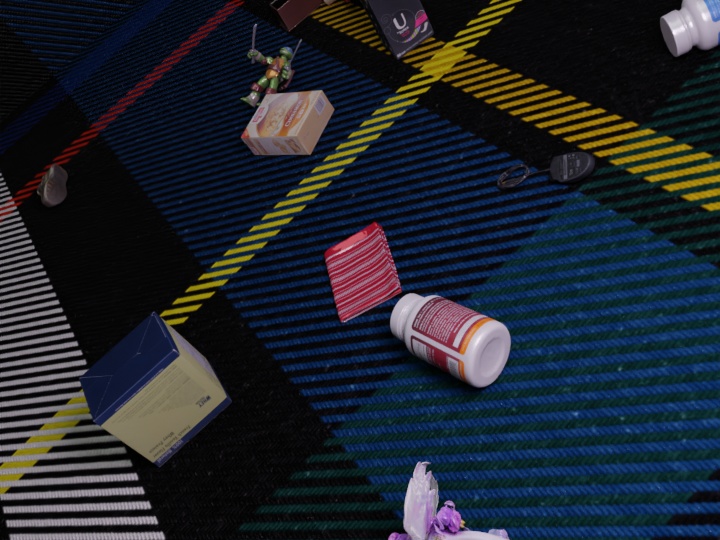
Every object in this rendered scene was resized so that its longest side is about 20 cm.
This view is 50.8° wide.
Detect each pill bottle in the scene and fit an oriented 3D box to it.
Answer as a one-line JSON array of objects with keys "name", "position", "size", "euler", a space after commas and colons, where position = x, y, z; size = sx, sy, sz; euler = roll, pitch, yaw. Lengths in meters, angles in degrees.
[{"name": "pill bottle", "position": [0.681, -0.491, 1.440], "size": [0.197, 0.113, 0.114], "euler": [-23, 45, 14]}, {"name": "pill bottle", "position": [0.148, 0.110, 1.295], "size": [0.198, 0.113, 0.114], "euler": [24, 70, 43]}]

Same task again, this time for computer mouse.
[{"name": "computer mouse", "position": [0.358, -0.186, 1.467], "size": [0.197, 0.034, 0.060], "euler": [-7, 68, 36]}]

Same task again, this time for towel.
[{"name": "towel", "position": [0.000, 0.000, 1.552], "size": [0.143, 0.023, 0.202], "euler": [-28, 45, 12]}]

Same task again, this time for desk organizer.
[{"name": "desk organizer", "position": [-0.174, -0.832, 2.313], "size": [0.199, 0.077, 0.072], "euler": [-40, 43, -2]}]

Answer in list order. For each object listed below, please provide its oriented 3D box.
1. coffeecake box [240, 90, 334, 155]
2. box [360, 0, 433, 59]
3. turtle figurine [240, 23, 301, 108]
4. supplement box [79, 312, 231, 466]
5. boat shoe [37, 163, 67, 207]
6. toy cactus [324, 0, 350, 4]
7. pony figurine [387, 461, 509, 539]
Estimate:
[{"name": "coffeecake box", "position": [-0.188, -0.378, 1.950], "size": [0.197, 0.073, 0.156], "euler": [5, 59, 37]}, {"name": "box", "position": [0.083, -0.661, 1.912], "size": [0.121, 0.201, 0.107], "euler": [-35, 43, 3]}, {"name": "turtle figurine", "position": [-0.257, -0.544, 2.064], "size": [0.200, 0.142, 0.197], "euler": [167, 128, -85]}, {"name": "supplement box", "position": [-0.400, 0.235, 1.491], "size": [0.199, 0.201, 0.134], "euler": [-41, 43, -4]}, {"name": "boat shoe", "position": [-0.967, -0.252, 2.374], "size": [0.073, 0.074, 0.202], "euler": [-36, 34, 16]}, {"name": "toy cactus", "position": [-0.040, -0.847, 2.246], "size": [0.164, 0.101, 0.203], "euler": [-30, 43, 36]}, {"name": "pony figurine", "position": [0.109, 0.391, 1.082], "size": [0.196, 0.167, 0.196], "euler": [13, 69, 22]}]
